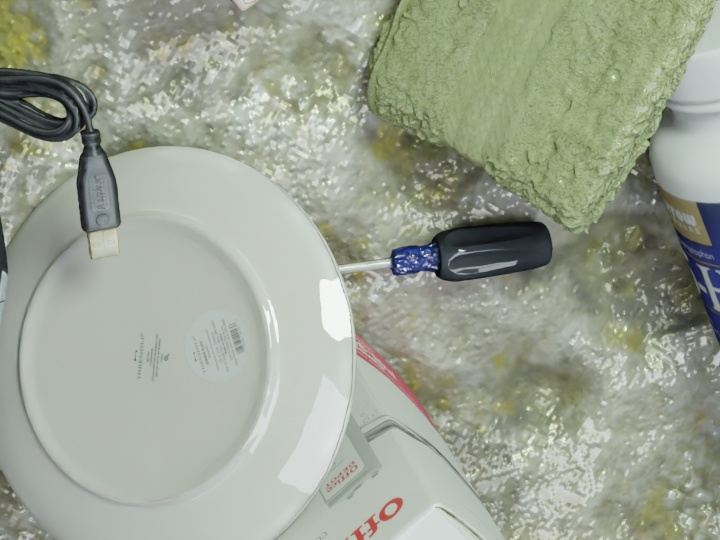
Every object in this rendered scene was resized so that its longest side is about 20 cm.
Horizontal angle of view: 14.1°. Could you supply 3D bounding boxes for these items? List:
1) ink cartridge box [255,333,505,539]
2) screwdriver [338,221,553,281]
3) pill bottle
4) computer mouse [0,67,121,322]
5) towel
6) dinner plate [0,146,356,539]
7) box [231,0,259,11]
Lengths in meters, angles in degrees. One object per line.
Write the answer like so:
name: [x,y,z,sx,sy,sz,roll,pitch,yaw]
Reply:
ink cartridge box: [-0.018,0.131,1.376,0.146,0.200,0.083,-42,119,5]
screwdriver: [0.000,0.000,1.419,0.199,0.029,0.028,-9,114,-17]
pill bottle: [0.207,-0.042,1.411,0.119,0.120,0.201,-26,116,-3]
computer mouse: [-0.171,-0.008,1.343,0.139,0.046,0.202,7,107,18]
towel: [0.097,-0.132,1.347,0.036,0.148,0.201,-2,121,-63]
dinner plate: [-0.096,0.042,1.343,0.199,0.024,0.202,-1,87,22]
box: [-0.013,-0.224,1.288,0.200,0.095,0.103,-37,116,2]
